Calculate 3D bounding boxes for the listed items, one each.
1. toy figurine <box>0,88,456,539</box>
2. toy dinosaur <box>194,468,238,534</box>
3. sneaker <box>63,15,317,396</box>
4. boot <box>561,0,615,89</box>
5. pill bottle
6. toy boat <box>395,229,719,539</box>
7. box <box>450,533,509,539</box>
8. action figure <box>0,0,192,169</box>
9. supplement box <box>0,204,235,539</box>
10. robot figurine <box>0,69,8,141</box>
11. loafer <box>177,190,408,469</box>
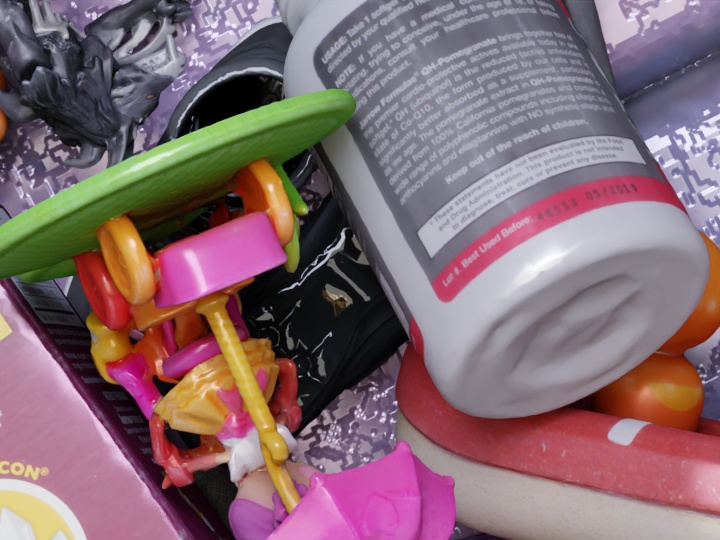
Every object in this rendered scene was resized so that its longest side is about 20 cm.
[{"bbox_3d":[-0.042,0.055,1.026,0.150,0.200,0.184,-23,87,-19],"label":"toy figurine"},{"bbox_3d":[-0.106,0.113,1.194,0.199,0.077,0.103,-10,109,11],"label":"toy dinosaur"},{"bbox_3d":[-0.074,-0.013,1.169,0.071,0.099,0.200,32,98,0],"label":"sneaker"},{"bbox_3d":[0.097,-0.165,1.152,0.131,0.070,0.200,-32,120,-19],"label":"boot"},{"bbox_3d":[0.038,-0.054,1.074,0.111,0.111,0.200,-31,61,7],"label":"pill bottle"},{"bbox_3d":[0.110,0.045,1.125,0.200,0.130,0.131,11,92,34],"label":"toy boat"},{"bbox_3d":[0.032,0.210,1.129,0.096,0.200,0.176,-12,94,5],"label":"box"},{"bbox_3d":[-0.114,-0.123,1.143,0.102,0.119,0.200,-27,79,7],"label":"action figure"},{"bbox_3d":[-0.145,0.086,1.119,0.131,0.103,0.200,-37,85,2],"label":"supplement box"},{"bbox_3d":[-0.243,-0.048,1.171,0.200,0.144,0.117,-26,69,7],"label":"robot figurine"},{"bbox_3d":[0.000,0.000,1.180,0.201,0.070,0.068,-45,93,-6],"label":"loafer"}]
